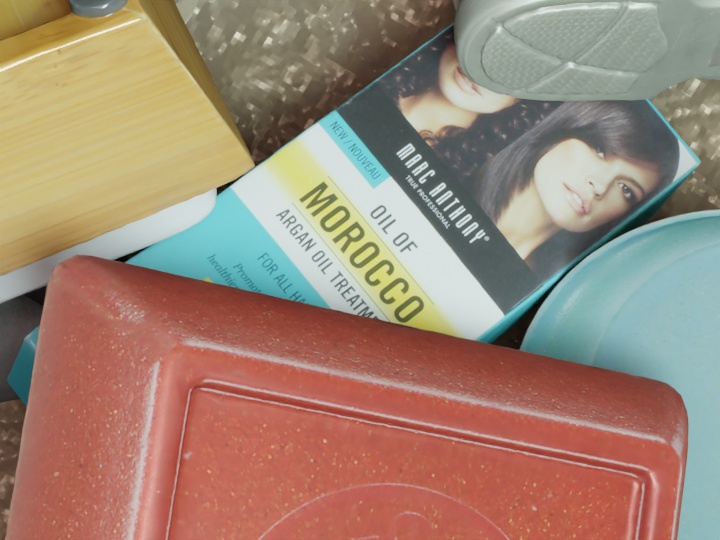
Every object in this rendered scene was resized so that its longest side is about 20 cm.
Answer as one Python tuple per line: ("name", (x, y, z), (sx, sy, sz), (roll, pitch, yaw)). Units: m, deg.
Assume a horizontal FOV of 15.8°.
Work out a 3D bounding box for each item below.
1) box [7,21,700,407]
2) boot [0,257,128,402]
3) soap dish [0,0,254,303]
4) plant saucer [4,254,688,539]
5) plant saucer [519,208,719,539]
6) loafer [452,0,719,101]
("box", (0.000, 0.000, 0.768), (0.200, 0.049, 0.082), (-38, 85, -22))
("boot", (-0.139, 0.042, 0.824), (0.200, 0.070, 0.132), (27, 100, 11))
("soap dish", (-0.137, -0.075, 0.753), (0.157, 0.081, 0.200), (-21, 48, -7))
("plant saucer", (0.002, 0.110, 0.677), (0.200, 0.037, 0.200), (13, 80, -27))
("plant saucer", (0.136, 0.067, 0.755), (0.200, 0.027, 0.200), (18, 126, 27))
("loafer", (0.122, -0.088, 0.772), (0.200, 0.072, 0.063), (1, 57, -16))
